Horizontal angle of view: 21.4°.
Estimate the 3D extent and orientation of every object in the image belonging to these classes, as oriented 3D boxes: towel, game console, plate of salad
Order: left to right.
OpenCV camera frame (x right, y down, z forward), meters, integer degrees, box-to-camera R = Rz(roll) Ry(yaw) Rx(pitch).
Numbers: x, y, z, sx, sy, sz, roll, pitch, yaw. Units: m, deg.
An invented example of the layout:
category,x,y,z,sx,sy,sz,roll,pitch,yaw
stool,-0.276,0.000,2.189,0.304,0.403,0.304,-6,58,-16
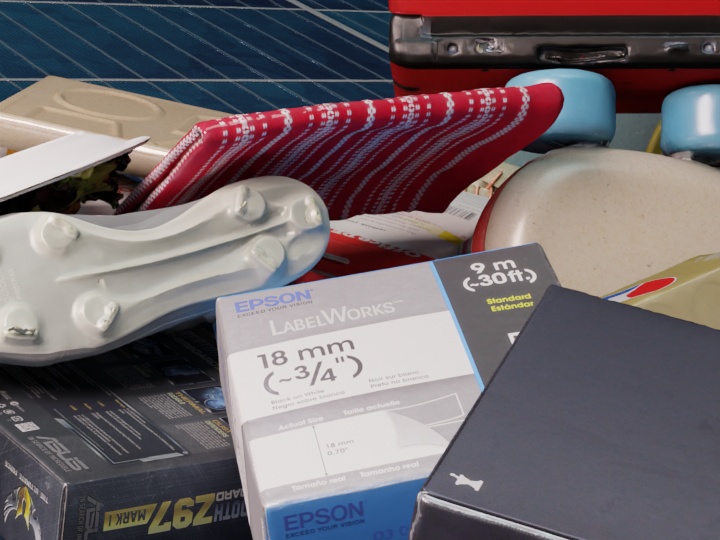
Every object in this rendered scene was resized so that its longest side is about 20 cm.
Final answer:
category,x,y,z,sx,sy,sz,roll,pitch,yaw
plate of salad,-0.189,-0.020,0.900,0.198,0.049,0.200,-19,7,2
towel,-0.012,-0.049,0.928,0.198,0.023,0.144,-9,-15,-30
game console,0.115,-0.159,1.015,0.197,0.120,0.172,1,-9,3

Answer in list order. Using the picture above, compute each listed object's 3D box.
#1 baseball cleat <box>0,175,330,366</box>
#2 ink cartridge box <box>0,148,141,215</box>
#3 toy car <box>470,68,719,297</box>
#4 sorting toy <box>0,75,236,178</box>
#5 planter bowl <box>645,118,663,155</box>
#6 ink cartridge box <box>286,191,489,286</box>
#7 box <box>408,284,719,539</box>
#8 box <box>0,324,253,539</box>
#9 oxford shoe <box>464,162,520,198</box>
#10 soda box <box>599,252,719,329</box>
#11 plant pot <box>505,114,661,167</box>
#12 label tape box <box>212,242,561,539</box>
category,x,y,z,sx,sy,sz,roll,pitch,yaw
baseball cleat,-0.109,0.011,0.861,0.198,0.070,0.106,-10,-16,-26
ink cartridge box,-0.188,-0.024,1.063,0.199,0.068,0.116,24,23,34
toy car,0.128,0.005,1.068,0.175,0.187,0.200,4,-9,-14
sorting toy,-0.117,-0.070,1.091,0.183,0.037,0.200,13,12,5
planter bowl,0.250,-0.042,1.115,0.199,0.203,0.083,17,4,21
ink cartridge box,0.000,0.000,1.093,0.115,0.068,0.200,15,20,18
box,0.071,0.127,0.599,0.103,0.184,0.200,14,20,12
box,-0.118,0.067,0.872,0.157,0.052,0.199,-6,25,-39
oxford shoe,0.075,-0.040,1.207,0.198,0.071,0.074,10,-24,25
soda box,0.116,0.051,0.902,0.198,0.068,0.064,-21,4,-26
plant pot,0.228,-0.089,1.277,0.199,0.198,0.195,32,22,23
label tape box,0.015,0.042,0.787,0.143,0.064,0.201,-10,35,-7
